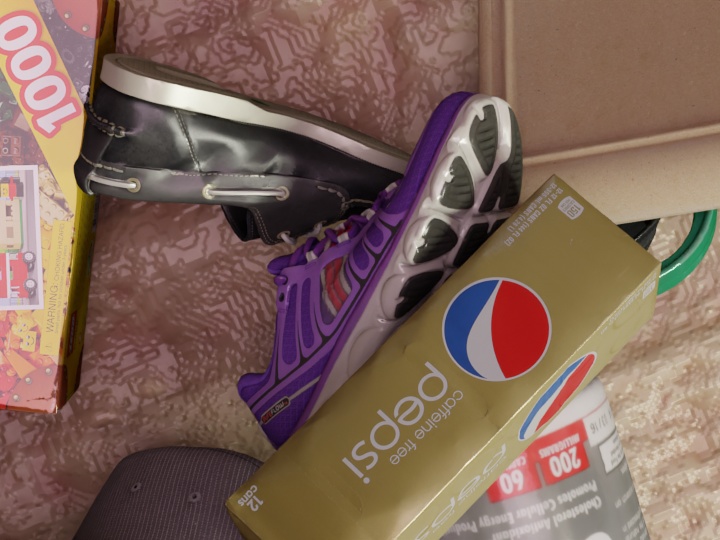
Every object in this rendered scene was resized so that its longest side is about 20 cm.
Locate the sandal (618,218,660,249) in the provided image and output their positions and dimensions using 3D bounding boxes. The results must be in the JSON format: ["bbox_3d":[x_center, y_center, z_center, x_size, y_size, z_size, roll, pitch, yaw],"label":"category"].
[{"bbox_3d":[0.127,-0.050,0.901,0.075,0.048,0.201,31,93,-4],"label":"sandal"}]

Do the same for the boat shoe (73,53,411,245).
[{"bbox_3d":[-0.038,-0.045,0.869,0.199,0.072,0.068,14,99,-28],"label":"boat shoe"}]

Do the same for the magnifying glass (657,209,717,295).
[{"bbox_3d":[0.086,0.014,0.838,0.080,0.022,0.200,36,76,28],"label":"magnifying glass"}]

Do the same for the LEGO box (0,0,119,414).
[{"bbox_3d":[-0.202,-0.043,0.880,0.148,0.077,0.201,6,95,-2],"label":"LEGO box"}]

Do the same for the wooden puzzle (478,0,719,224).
[{"bbox_3d":[0.144,-0.121,0.848,0.184,0.037,0.201,-9,69,22],"label":"wooden puzzle"}]

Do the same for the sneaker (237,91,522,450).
[{"bbox_3d":[0.000,0.000,0.831,0.083,0.081,0.200,40,112,23],"label":"sneaker"}]

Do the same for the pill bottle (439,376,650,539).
[{"bbox_3d":[0.090,0.158,0.886,0.113,0.114,0.201,-18,95,0],"label":"pill bottle"}]

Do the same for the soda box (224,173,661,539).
[{"bbox_3d":[0.037,0.057,0.776,0.064,0.068,0.200,41,78,18],"label":"soda box"}]

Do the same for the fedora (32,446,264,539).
[{"bbox_3d":[-0.060,0.142,0.865,0.177,0.199,0.091,44,60,-43],"label":"fedora"}]
